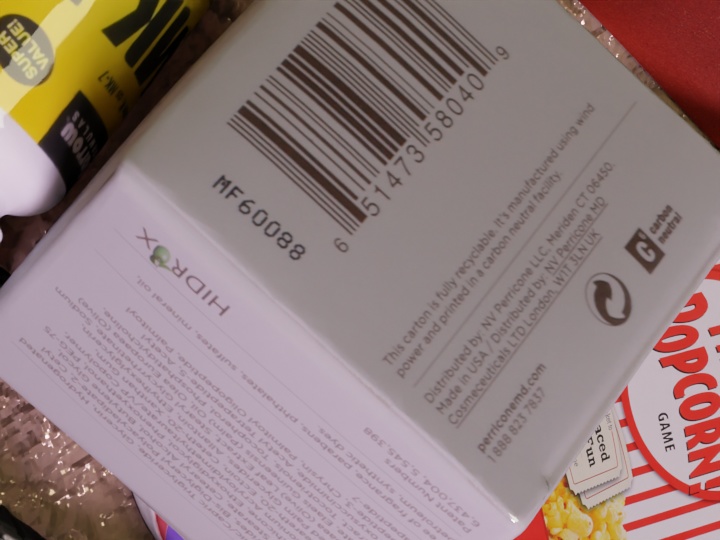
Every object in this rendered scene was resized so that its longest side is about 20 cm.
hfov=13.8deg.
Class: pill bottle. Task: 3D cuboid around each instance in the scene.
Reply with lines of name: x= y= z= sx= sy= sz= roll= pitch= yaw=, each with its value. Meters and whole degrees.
pill bottle: x=-0.131 y=-0.093 z=1.109 sx=0.200 sy=0.114 sz=0.114 roll=-54 pitch=131 yaw=-13

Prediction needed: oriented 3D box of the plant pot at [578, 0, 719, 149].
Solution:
plant pot: x=0.239 y=-0.158 z=1.366 sx=0.200 sy=0.176 sz=0.200 roll=40 pitch=77 yaw=-42

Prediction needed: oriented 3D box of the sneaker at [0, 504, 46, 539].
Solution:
sneaker: x=-0.128 y=0.156 z=1.230 sx=0.200 sy=0.075 sz=0.079 roll=35 pitch=92 yaw=-30

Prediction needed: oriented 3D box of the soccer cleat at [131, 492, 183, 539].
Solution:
soccer cleat: x=-0.041 y=0.142 z=1.292 sx=0.068 sy=0.073 sz=0.200 roll=-36 pitch=125 yaw=-27

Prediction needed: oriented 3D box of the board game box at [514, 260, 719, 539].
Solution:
board game box: x=0.122 y=0.059 z=1.335 sx=0.200 sy=0.046 sz=0.152 roll=-14 pitch=91 yaw=-33

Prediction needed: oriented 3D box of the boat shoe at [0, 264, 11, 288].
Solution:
boat shoe: x=-0.203 y=0.042 z=1.128 sx=0.201 sy=0.063 sz=0.074 roll=-16 pitch=112 yaw=-38

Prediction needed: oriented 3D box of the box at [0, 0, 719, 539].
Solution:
box: x=0.000 y=0.000 z=1.140 sx=0.200 sy=0.171 sz=0.199 roll=43 pitch=54 yaw=-5
